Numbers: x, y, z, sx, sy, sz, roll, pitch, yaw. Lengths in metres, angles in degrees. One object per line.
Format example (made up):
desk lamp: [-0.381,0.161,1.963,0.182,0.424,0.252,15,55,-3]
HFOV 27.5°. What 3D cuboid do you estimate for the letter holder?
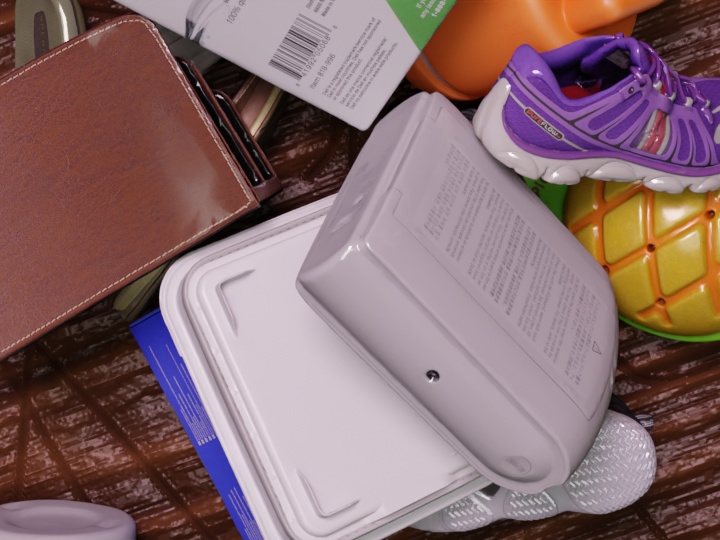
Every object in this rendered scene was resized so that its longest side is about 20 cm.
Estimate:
letter holder: [-0.173,-0.055,0.904,0.200,0.101,0.142,-31,94,9]

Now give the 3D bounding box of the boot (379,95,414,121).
boot: [0.000,0.000,0.938,0.168,0.076,0.201,-17,99,-33]

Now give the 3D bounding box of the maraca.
maraca: [0.182,-0.035,0.948,0.200,0.107,0.137,31,111,18]

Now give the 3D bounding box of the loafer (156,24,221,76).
loafer: [-0.092,-0.182,0.976,0.200,0.070,0.070,-35,99,6]

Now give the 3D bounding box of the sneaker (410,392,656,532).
sneaker: [0.096,0.117,0.963,0.199,0.114,0.076,-4,99,16]

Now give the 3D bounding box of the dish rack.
dish rack: [-0.007,0.055,0.862,0.171,0.044,0.201,-23,84,-21]

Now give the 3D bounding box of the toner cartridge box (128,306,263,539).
toner cartridge box: [-0.067,0.102,0.988,0.095,0.043,0.200,-27,92,35]

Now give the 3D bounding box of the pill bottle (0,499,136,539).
pill bottle: [-0.212,0.265,0.992,0.113,0.114,0.201,4,93,4]

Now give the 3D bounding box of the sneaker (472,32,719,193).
sneaker: [0.164,-0.096,0.850,0.199,0.081,0.084,-4,135,-30]

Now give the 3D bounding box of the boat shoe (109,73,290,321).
boat shoe: [-0.120,-0.062,0.985,0.067,0.072,0.200,37,98,0]

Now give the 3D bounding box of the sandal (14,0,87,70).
sandal: [-0.218,-0.095,0.985,0.080,0.057,0.202,-10,87,39]

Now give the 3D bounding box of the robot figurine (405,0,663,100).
robot figurine: [0.091,-0.171,0.915,0.144,0.200,0.117,38,61,-32]

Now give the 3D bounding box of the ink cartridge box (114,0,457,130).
ink cartridge box: [-0.045,-0.192,0.826,0.200,0.083,0.147,27,132,-14]

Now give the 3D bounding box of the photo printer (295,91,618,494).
photo printer: [0.068,0.017,0.833,0.069,0.167,0.200,-31,113,37]

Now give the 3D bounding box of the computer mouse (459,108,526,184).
computer mouse: [0.109,-0.020,0.936,0.034,0.059,0.200,-38,122,-21]
